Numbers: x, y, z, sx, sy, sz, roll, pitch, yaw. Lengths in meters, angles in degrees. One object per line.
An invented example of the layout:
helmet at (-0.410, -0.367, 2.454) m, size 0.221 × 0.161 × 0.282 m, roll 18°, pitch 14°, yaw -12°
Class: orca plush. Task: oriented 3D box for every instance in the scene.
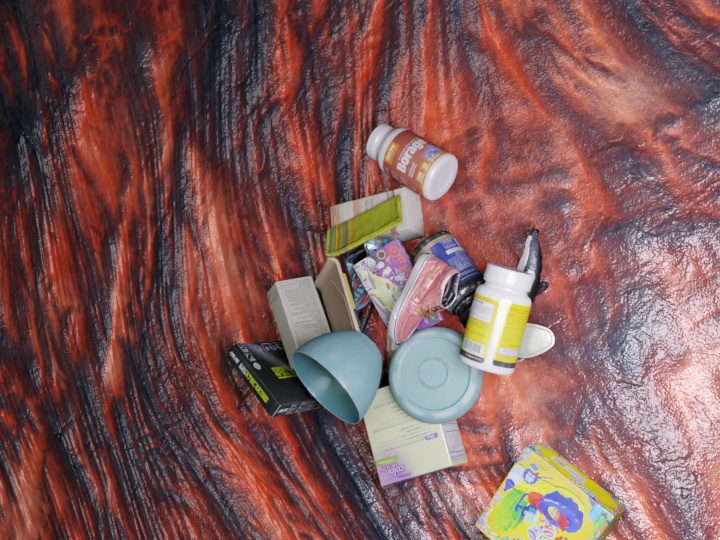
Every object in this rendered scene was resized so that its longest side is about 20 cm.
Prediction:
orca plush at (0.356, 0.015, 1.630) m, size 0.105 × 0.070 × 0.202 m, roll 171°, pitch 112°, yaw -74°

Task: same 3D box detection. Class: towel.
towel at (0.006, -0.099, 1.738) m, size 0.199 × 0.018 × 0.087 m, roll -25°, pitch 46°, yaw 25°

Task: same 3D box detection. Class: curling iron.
curling iron at (0.022, 0.100, 1.813) m, size 0.049 × 0.025 × 0.201 m, roll 32°, pitch 99°, yaw 33°

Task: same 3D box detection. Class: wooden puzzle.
wooden puzzle at (-0.044, 0.088, 1.792) m, size 0.037 × 0.185 × 0.202 m, roll -16°, pitch 73°, yaw -20°

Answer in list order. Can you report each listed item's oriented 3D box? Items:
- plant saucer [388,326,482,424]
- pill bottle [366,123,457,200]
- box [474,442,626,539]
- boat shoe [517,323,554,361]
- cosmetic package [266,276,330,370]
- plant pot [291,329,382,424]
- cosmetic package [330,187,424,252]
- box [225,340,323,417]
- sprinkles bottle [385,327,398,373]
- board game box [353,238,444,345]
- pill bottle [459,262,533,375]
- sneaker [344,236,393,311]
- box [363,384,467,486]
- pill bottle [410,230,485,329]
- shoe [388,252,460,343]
plant saucer at (0.154, 0.215, 1.621) m, size 0.198 × 0.027 × 0.203 m, roll -3°, pitch 76°, yaw 11°
pill bottle at (0.112, -0.251, 1.763) m, size 0.199 × 0.112 × 0.113 m, roll 35°, pitch 100°, yaw 29°
box at (0.367, 0.475, 1.510) m, size 0.199 × 0.122 × 0.194 m, roll 36°, pitch 102°, yaw 29°
boat shoe at (0.311, 0.154, 1.621) m, size 0.198 × 0.062 × 0.076 m, roll -19°, pitch 76°, yaw 29°
cosmetic package at (-0.139, 0.123, 1.850) m, size 0.073 × 0.103 × 0.202 m, roll -46°, pitch 58°, yaw 54°
plant pot at (-0.031, 0.205, 1.660) m, size 0.199 × 0.201 × 0.135 m, roll 33°, pitch 61°, yaw 29°
cosmetic package at (0.037, -0.114, 1.801) m, size 0.198 × 0.087 × 0.105 m, roll -13°, pitch 74°, yaw 27°
box at (-0.188, 0.247, 1.813) m, size 0.193 × 0.199 × 0.048 m, roll 45°, pitch 111°, yaw 28°
sprinkles bottle at (0.092, 0.130, 1.747) m, size 0.068 × 0.068 × 0.203 m, roll -2°, pitch 82°, yaw 29°
board game box at (0.081, 0.047, 1.691) m, size 0.119 × 0.032 × 0.201 m, roll -31°, pitch 83°, yaw 13°
pill bottle at (0.272, 0.094, 1.545) m, size 0.113 × 0.114 × 0.202 m, roll 18°, pitch 97°, yaw 30°
sneaker at (0.000, 0.000, 1.780) m, size 0.201 × 0.095 × 0.080 m, roll -62°, pitch 22°, yaw 23°
box at (0.113, 0.342, 1.688) m, size 0.175 × 0.096 × 0.202 m, roll -23°, pitch 71°, yaw 25°
pill bottle at (0.203, 0.022, 1.673) m, size 0.112 × 0.112 × 0.201 m, roll -43°, pitch 65°, yaw 18°
shoe at (0.132, 0.071, 1.610) m, size 0.091 × 0.071 × 0.202 m, roll 29°, pitch 101°, yaw 37°
